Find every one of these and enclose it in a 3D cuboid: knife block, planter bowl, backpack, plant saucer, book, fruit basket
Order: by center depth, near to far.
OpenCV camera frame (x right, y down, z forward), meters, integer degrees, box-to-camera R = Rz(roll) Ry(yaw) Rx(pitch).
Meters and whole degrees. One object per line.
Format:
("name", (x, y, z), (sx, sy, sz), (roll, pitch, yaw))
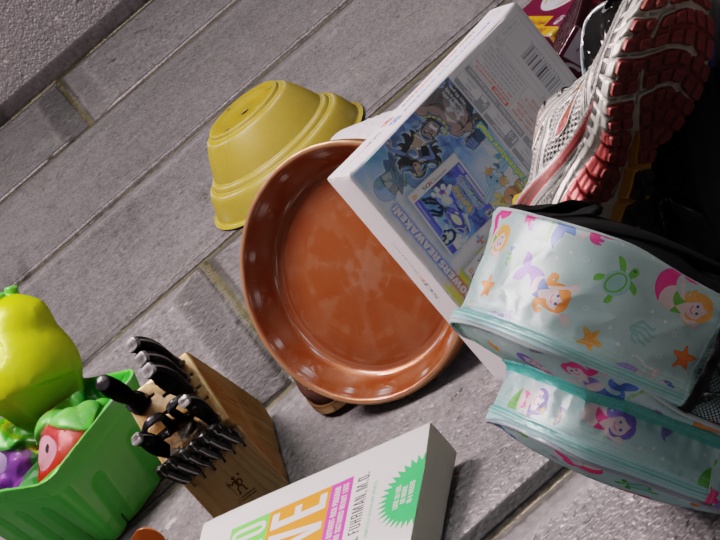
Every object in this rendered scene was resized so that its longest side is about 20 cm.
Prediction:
("backpack", (0.150, 0.044, 1.193), (0.151, 0.199, 0.177), (-62, 23, -4))
("backpack", (0.236, -0.085, 1.341), (0.177, 0.150, 0.201), (-17, 67, 47))
("book", (-0.030, 0.195, 1.429), (0.199, 0.048, 0.134), (-28, 27, 26))
("plant saucer", (0.000, 0.000, 1.590), (0.200, 0.201, 0.032), (-27, -5, 31))
("knife block", (-0.135, 0.104, 1.611), (0.064, 0.176, 0.200), (-37, 19, 5))
("fruit basket", (-0.279, 0.126, 1.792), (0.215, 0.216, 0.156), (-15, 31, 50))
("planter bowl", (-0.100, -0.140, 2.218), (0.200, 0.084, 0.201), (-34, 21, 15))

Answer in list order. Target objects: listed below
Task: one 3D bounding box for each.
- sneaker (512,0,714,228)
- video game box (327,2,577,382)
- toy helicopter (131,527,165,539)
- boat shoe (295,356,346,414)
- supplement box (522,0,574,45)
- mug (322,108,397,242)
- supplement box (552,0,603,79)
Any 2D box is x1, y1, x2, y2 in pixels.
("sneaker", (0.145, -0.099, 1.277), (0.082, 0.078, 0.201), (41, 115, 44))
("video game box", (0.104, -0.053, 1.485), (0.182, 0.200, 0.047), (-46, 17, -21))
("toy helicopter", (-0.207, 0.261, 1.555), (0.200, 0.079, 0.132), (-23, 24, 48))
("boat shoe", (-0.034, 0.045, 1.716), (0.070, 0.070, 0.200), (-35, 21, 11))
("supplement box", (0.231, -0.236, 1.820), (0.200, 0.086, 0.110), (-44, 19, -12))
("mug", (0.090, -0.078, 1.657), (0.175, 0.148, 0.200), (-18, 18, 32))
("supplement box", (0.203, -0.160, 1.611), (0.061, 0.108, 0.200), (-61, 0, 21))
